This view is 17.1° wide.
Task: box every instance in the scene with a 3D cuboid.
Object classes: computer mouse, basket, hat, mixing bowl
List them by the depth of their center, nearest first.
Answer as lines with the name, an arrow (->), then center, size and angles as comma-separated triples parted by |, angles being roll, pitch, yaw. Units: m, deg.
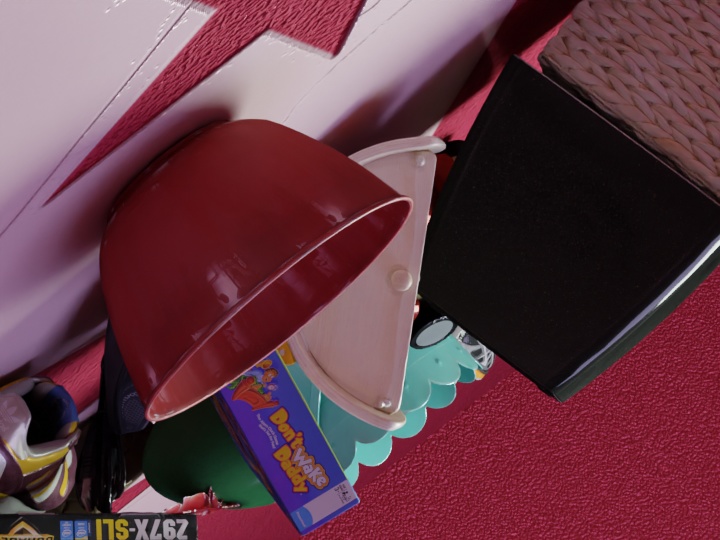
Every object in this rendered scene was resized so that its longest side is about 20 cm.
mixing bowl -> -0.078, -0.016, 1.401 | 0.200, 0.109, 0.200 | -38, 170, -8
computer mouse -> -0.147, 0.054, 1.553 | 0.200, 0.053, 0.139 | 124, -21, -44
basket -> 0.254, -0.144, 1.763 | 0.161, 0.200, 0.198 | -51, 171, -1
hat -> -0.147, 0.169, 1.828 | 0.176, 0.166, 0.200 | -42, 141, -10

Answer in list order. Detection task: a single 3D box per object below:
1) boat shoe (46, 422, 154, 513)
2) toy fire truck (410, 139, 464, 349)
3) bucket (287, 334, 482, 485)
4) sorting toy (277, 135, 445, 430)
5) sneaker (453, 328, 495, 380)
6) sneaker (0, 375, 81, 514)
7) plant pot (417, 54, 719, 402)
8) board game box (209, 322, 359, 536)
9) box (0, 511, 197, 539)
boat shoe -> -0.236, 0.181, 1.835 | 0.200, 0.072, 0.068 | -36, 169, -37
toy fire truck -> 0.011, 0.001, 1.898 | 0.199, 0.129, 0.176 | -7, 146, -37
bucket -> -0.003, 0.098, 2.179 | 0.207, 0.135, 0.207 | -39, 172, -7
sorting toy -> 0.000, 0.000, 1.703 | 0.180, 0.106, 0.201 | -11, 110, -83
sneaker -> 0.133, 0.078, 2.850 | 0.077, 0.078, 0.200 | -47, 170, 8
sneaker -> -0.214, 0.114, 1.587 | 0.090, 0.075, 0.200 | -36, 173, 11
plant pot -> 0.143, -0.015, 1.758 | 0.178, 0.199, 0.200 | -53, 171, 0
board game box -> -0.071, 0.085, 1.598 | 0.045, 0.135, 0.200 | -30, -165, -7
box -> -0.223, 0.190, 1.589 | 0.159, 0.050, 0.200 | 5, 168, -33
